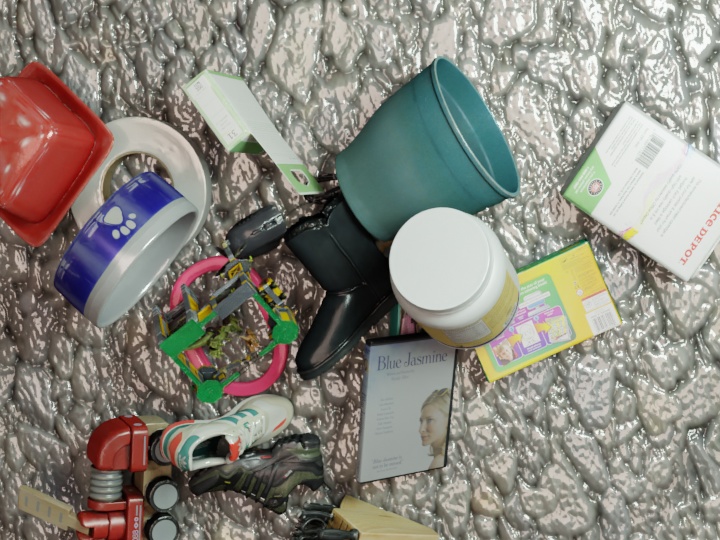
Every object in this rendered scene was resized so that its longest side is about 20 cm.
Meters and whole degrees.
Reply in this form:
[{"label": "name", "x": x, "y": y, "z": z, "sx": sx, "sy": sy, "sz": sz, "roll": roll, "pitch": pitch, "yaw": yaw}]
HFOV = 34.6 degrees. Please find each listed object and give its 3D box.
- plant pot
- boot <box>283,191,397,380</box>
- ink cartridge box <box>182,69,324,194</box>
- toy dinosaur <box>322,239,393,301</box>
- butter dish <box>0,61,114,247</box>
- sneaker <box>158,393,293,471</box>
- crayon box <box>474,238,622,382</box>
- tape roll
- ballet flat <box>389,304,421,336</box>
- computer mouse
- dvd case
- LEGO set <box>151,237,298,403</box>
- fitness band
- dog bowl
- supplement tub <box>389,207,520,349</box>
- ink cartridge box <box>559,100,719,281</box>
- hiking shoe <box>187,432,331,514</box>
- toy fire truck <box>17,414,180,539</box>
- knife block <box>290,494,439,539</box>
[{"label": "plant pot", "x": 0.076, "y": -0.138, "z": 1.489, "sx": 0.186, "sy": 0.200, "sz": 0.202, "roll": -30, "pitch": 92, "yaw": 22}, {"label": "boot", "x": -0.050, "y": 0.018, "z": 1.506, "sx": 0.200, "sy": 0.076, "sz": 0.169, "roll": -43, "pitch": 106, "yaw": -9}, {"label": "ink cartridge box", "x": -0.136, "y": -0.168, "z": 1.516, "sx": 0.048, "sy": 0.145, "sz": 0.201, "roll": -36, "pitch": 87, "yaw": 12}, {"label": "toy dinosaur", "x": 0.000, "y": 0.000, "z": 1.583, "sx": 0.105, "sy": 0.060, "sz": 0.202, "roll": 27, "pitch": 93, "yaw": -10}, {"label": "butter dish", "x": -0.467, "y": -0.168, "z": 1.543, "sx": 0.200, "sy": 0.147, "sz": 0.200, "roll": 42, "pitch": 99, "yaw": 21}, {"label": "sneaker", "x": -0.166, "y": 0.227, "z": 1.560, "sx": 0.197, "sy": 0.093, "sz": 0.072, "roll": -13, "pitch": 111, "yaw": -29}, {"label": "crayon box", "x": 0.236, "y": 0.053, "z": 1.552, "sx": 0.198, "sy": 0.058, "sz": 0.120, "roll": -24, "pitch": 93, "yaw": 8}, {"label": "tape roll", "x": -0.306, "y": -0.111, "z": 1.604, "sx": 0.199, "sy": 0.037, "sz": 0.207, "roll": 1, "pitch": 97, "yaw": 6}, {"label": "ballet flat", "x": 0.063, "y": 0.124, "z": 1.581, "sx": 0.070, "sy": 0.069, "sz": 0.204, "roll": 8, "pitch": 97, "yaw": -14}, {"label": "computer mouse", "x": -0.100, "y": -0.076, "z": 1.587, "sx": 0.198, "sy": 0.034, "sz": 0.059, "roll": -31, "pitch": 91, "yaw": 8}, {"label": "dvd case", "x": 0.063, "y": 0.181, "z": 1.551, "sx": 0.141, "sy": 0.017, "sz": 0.204, "roll": -5, "pitch": 108, "yaw": -29}, {"label": "LEGO set", "x": -0.186, "y": 0.065, "z": 1.560, "sx": 0.200, "sy": 0.116, "sz": 0.153, "roll": -44, "pitch": 120, "yaw": 10}, {"label": "fitness band", "x": -0.182, "y": 0.079, "z": 1.614, "sx": 0.142, "sy": 0.037, "sz": 0.202, "roll": -25, "pitch": 94, "yaw": 6}, {"label": "dog bowl", "x": -0.301, "y": -0.027, "z": 1.494, "sx": 0.079, "sy": 0.200, "sz": 0.201, "roll": 40, "pitch": 99, "yaw": 3}, {"label": "supplement tub", "x": 0.117, "y": 0.011, "z": 1.438, "sx": 0.143, "sy": 0.200, "sz": 0.148, "roll": -4, "pitch": 74, "yaw": 15}, {"label": "ink cartridge box", "x": 0.381, "y": -0.103, "z": 1.506, "sx": 0.199, "sy": 0.084, "sz": 0.146, "roll": 34, "pitch": 99, "yaw": 2}, {"label": "hiking shoe", "x": -0.142, "y": 0.298, "z": 1.611, "sx": 0.197, "sy": 0.076, "sz": 0.102, "roll": -16, "pitch": 91, "yaw": 7}, {"label": "toy fire truck", "x": -0.360, "y": 0.292, "z": 1.592, "sx": 0.197, "sy": 0.128, "sz": 0.179, "roll": 0, "pitch": 98, "yaw": -28}, {"label": "knife block", "x": 0.002, "y": 0.371, "z": 1.553, "sx": 0.197, "sy": 0.176, "sz": 0.065, "roll": 22, "pitch": 99, "yaw": 3}]
